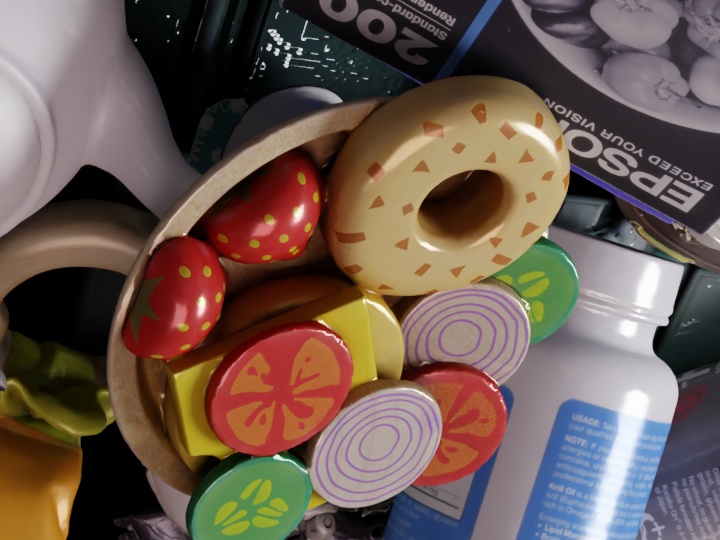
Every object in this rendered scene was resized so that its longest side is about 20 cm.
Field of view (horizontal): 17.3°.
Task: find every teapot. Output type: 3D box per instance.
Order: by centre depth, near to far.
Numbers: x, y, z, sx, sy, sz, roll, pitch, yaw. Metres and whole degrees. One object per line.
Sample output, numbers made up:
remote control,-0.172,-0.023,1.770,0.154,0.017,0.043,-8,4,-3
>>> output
teapot,-0.183,-0.072,0.905,0.199,0.146,0.198,-25,133,15

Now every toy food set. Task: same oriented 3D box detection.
toy food set,-0.004,0.021,0.931,0.199,0.049,0.198,-23,132,-16

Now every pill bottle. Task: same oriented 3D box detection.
pill bottle,0.080,0.081,1.081,0.112,0.112,0.201,16,94,-25
pill bottle,0.192,0.096,1.153,0.199,0.111,0.111,-21,135,20

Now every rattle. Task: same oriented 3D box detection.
rattle,-0.097,0.030,1.033,0.199,0.143,0.130,-23,116,20

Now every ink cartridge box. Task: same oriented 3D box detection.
ink cartridge box,0.071,-0.091,0.911,0.198,0.043,0.200,29,152,-4

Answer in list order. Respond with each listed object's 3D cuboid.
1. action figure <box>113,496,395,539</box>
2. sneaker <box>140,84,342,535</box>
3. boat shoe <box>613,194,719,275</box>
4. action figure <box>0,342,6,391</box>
action figure,-0.029,0.095,1.132,0.200,0.102,0.119,-34,112,-32
sneaker,-0.037,0.025,0.998,0.074,0.087,0.201,8,104,-37
boat shoe,0.200,-0.020,1.092,0.199,0.072,0.059,14,172,-39
action figure,-0.239,0.034,0.961,0.193,0.201,0.105,9,140,-9
